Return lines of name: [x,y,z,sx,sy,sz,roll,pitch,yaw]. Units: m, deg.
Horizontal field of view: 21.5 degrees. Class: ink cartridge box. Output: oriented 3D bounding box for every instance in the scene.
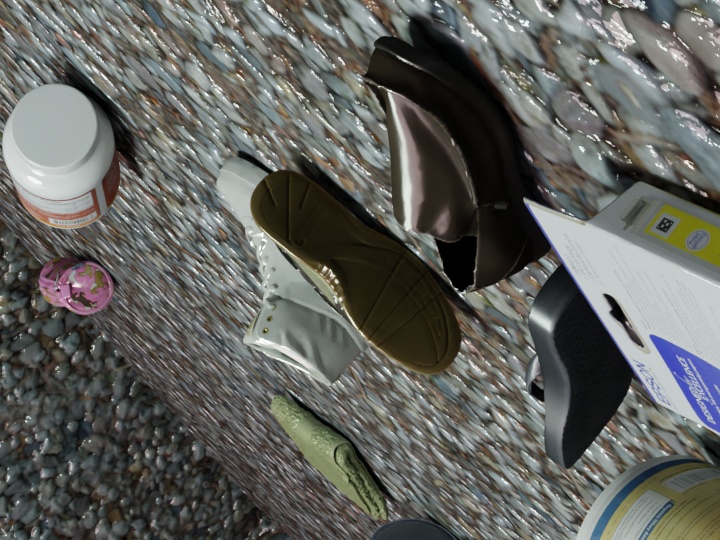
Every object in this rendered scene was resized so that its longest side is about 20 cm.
ink cartridge box: [0.200,0.040,0.984,0.199,0.047,0.198,33,166,46]

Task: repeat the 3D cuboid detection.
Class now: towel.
towel: [-0.038,0.242,2.469,0.148,0.037,0.200,35,166,37]

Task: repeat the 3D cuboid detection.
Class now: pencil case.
pencil case: [-0.440,0.022,2.913,0.087,0.083,0.200,45,169,-15]

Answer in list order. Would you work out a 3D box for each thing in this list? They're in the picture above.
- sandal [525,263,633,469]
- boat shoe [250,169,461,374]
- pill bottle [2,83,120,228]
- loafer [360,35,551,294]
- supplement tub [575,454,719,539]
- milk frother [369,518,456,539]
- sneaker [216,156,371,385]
sandal: [0.132,0.052,1.187,0.043,0.076,0.201,34,154,29]
boat shoe: [0.000,0.000,1.453,0.200,0.073,0.065,46,179,5]
pill bottle: [-0.300,-0.117,1.901,0.112,0.112,0.200,42,168,5]
loafer: [0.050,-0.051,1.082,0.073,0.071,0.200,31,163,44]
supplement tub: [0.239,0.208,1.182,0.145,0.145,0.200,49,167,-27]
milk frother: [0.080,0.395,2.408,0.201,0.178,0.190,-107,21,-53]
sneaker: [-0.070,0.004,1.565,0.200,0.116,0.074,42,170,13]
